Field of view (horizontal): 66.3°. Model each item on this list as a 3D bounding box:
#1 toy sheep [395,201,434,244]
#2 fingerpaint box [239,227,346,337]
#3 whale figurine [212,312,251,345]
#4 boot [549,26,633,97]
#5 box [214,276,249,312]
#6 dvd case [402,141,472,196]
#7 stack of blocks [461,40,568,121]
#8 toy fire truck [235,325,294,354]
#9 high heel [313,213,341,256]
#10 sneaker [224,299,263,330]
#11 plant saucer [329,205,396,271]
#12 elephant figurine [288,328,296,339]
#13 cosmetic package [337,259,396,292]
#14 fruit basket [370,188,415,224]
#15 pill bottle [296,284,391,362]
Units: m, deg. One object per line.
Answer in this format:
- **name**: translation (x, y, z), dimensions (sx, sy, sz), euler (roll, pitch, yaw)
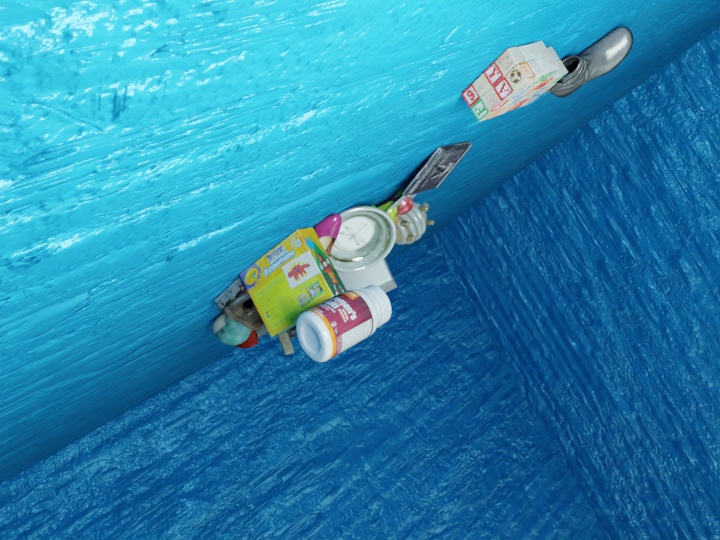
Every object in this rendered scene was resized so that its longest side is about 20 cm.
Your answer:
- **toy sheep**: translation (0.148, -0.150, 1.706), dimensions (0.199, 0.139, 0.138), euler (-35, 178, -29)
- **fingerpaint box**: translation (-0.154, 0.027, 1.254), dimensions (0.199, 0.169, 0.073), euler (-34, 172, 26)
- **whale figurine**: translation (-0.360, 0.155, 1.705), dimensions (0.199, 0.105, 0.159), euler (-35, 175, 11)
- **boot**: translation (0.480, -0.440, 1.175), dimensions (0.199, 0.070, 0.131), euler (-40, 167, 34)
- **box**: translation (-0.260, 0.031, 1.415), dimensions (0.136, 0.040, 0.199), euler (-37, 174, 41)
- **dvd case**: translation (0.194, -0.254, 1.374), dimensions (0.149, 0.016, 0.199), euler (-51, 165, 33)
- **stack of blocks**: translation (0.282, -0.336, 0.962), dimensions (0.199, 0.059, 0.115), euler (-29, 175, -40)
- **toy fire truck**: translation (-0.322, 0.209, 1.830), dimensions (0.175, 0.131, 0.198), euler (-28, -151, -33)
- **high heel**: translation (-0.086, -0.033, 1.281), dimensions (0.067, 0.097, 0.201), euler (4, 132, -36)
- **sneaker**: translation (-0.311, 0.115, 1.569), dimensions (0.075, 0.071, 0.200), euler (-37, 159, 5)
- **plant saucer**: translation (-0.011, -0.087, 1.366), dimensions (0.196, 0.051, 0.202), euler (-10, 135, -10)
- **elephant figurine**: translation (-0.393, 0.328, 3.396), dimensions (0.198, 0.143, 0.155), euler (-27, -166, 34)
- **cosmetic package**: translation (0.000, 0.000, 1.670), dimensions (0.164, 0.170, 0.200), euler (-25, 170, 5)
- **fruit basket**: translation (0.083, -0.165, 1.486), dimensions (0.200, 0.094, 0.185), euler (-48, 176, -1)
- **pill bottle**: translation (-0.032, 0.107, 1.183), dimensions (0.198, 0.111, 0.109), euler (-25, 173, -39)
